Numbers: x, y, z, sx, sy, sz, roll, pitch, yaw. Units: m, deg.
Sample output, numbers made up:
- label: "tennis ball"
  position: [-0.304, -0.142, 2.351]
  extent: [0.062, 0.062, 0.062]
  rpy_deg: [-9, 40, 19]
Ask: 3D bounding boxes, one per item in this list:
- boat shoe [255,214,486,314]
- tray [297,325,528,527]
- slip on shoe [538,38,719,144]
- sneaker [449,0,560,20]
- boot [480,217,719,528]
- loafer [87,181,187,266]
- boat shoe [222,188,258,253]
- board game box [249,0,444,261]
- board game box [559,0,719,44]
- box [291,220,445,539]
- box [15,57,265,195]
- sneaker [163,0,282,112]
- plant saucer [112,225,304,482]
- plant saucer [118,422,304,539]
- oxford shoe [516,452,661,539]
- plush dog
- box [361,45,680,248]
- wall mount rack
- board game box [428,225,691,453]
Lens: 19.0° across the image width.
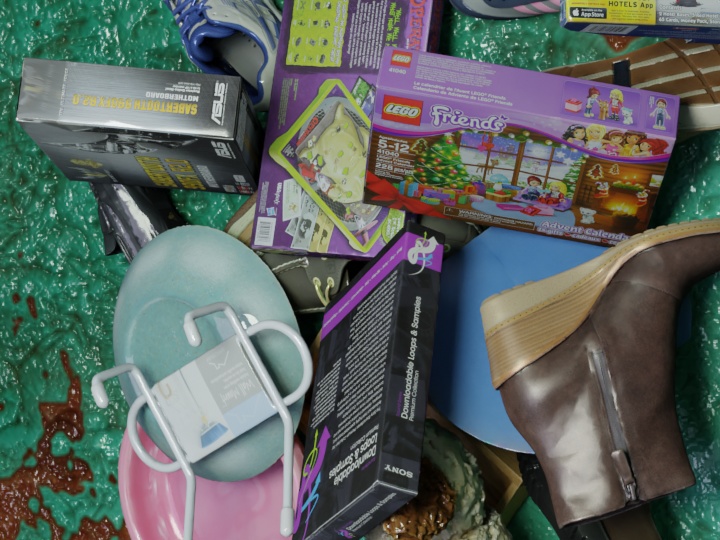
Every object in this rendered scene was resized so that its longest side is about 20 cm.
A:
- label: "boat shoe"
  position: [-0.002, -0.002, 1.589]
  extent: [0.201, 0.072, 0.060]
  rpy_deg: [-16, 42, 26]
- label: "tray"
  position: [0.035, 0.126, 1.621]
  extent: [0.200, 0.037, 0.099]
  rpy_deg: [42, 117, 23]
- label: "slip on shoe"
  position: [0.204, -0.111, 1.468]
  extent: [0.199, 0.061, 0.076]
  rpy_deg: [-11, 49, 21]
- label: "sneaker"
  position: [0.132, -0.212, 1.484]
  extent: [0.199, 0.082, 0.071]
  rpy_deg: [-7, 94, 34]
- label: "boot"
  position: [0.191, 0.067, 1.437]
  extent: [0.199, 0.072, 0.167]
  rpy_deg: [-21, 76, -6]
- label: "loafer"
  position: [-0.183, -0.039, 1.723]
  extent: [0.070, 0.068, 0.201]
  rpy_deg: [-40, 78, 21]
- label: "boat shoe"
  position: [-0.022, -0.056, 1.619]
  extent: [0.200, 0.072, 0.076]
  rpy_deg: [-41, 85, 30]
- label: "board game box"
  position: [-0.009, -0.108, 1.555]
  extent: [0.119, 0.032, 0.201]
  rpy_deg: [4, 82, 27]
- label: "board game box"
  position: [0.222, -0.250, 1.384]
  extent: [0.199, 0.062, 0.201]
  rpy_deg: [2, 86, -9]
- label: "box"
  position: [0.006, 0.085, 1.472]
  extent: [0.143, 0.036, 0.201]
  rpy_deg: [-45, 30, 54]
- label: "box"
  position: [-0.156, -0.103, 1.589]
  extent: [0.157, 0.200, 0.049]
  rpy_deg: [5, 80, 3]
- label: "sneaker"
  position: [-0.107, -0.195, 1.643]
  extent: [0.200, 0.088, 0.075]
  rpy_deg: [43, 119, 23]
- label: "plant saucer"
  position: [-0.129, 0.068, 1.641]
  extent: [0.200, 0.039, 0.202]
  rpy_deg: [9, 105, 38]
- label: "plant saucer"
  position: [-0.105, 0.177, 1.703]
  extent: [0.200, 0.051, 0.202]
  rpy_deg: [8, 103, 37]
- label: "oxford shoe"
  position: [0.164, 0.143, 1.523]
  extent: [0.073, 0.084, 0.201]
  rpy_deg: [113, 142, -58]
- label: "plush dog"
  position: [0.055, 0.185, 1.509]
  extent: [0.160, 0.200, 0.173]
  rpy_deg: [-19, 107, -6]
- label: "box"
  position: [0.104, -0.079, 1.448]
  extent: [0.199, 0.039, 0.137]
  rpy_deg: [10, 147, 2]
- label: "wall mount rack"
  position: [-0.110, 0.126, 1.567]
  extent: [0.200, 0.074, 0.174]
  rpy_deg: [-33, 83, 38]
- label: "board game box"
  position: [0.130, 0.039, 1.508]
  extent: [0.200, 0.039, 0.158]
  rpy_deg: [-37, 64, -9]
